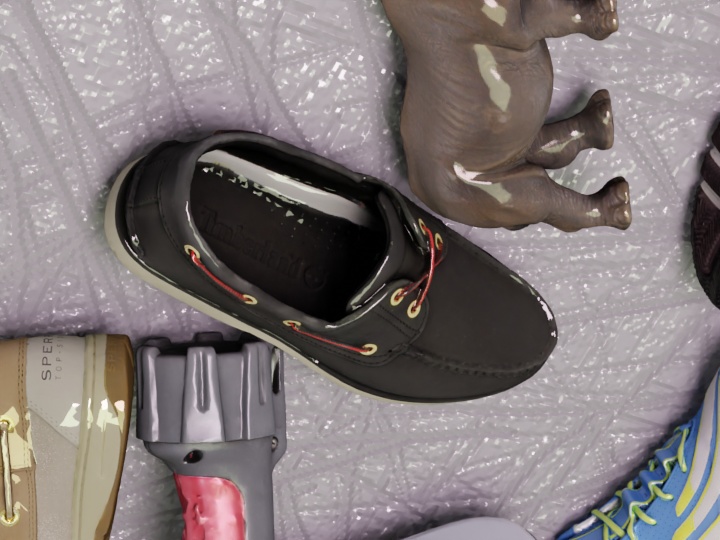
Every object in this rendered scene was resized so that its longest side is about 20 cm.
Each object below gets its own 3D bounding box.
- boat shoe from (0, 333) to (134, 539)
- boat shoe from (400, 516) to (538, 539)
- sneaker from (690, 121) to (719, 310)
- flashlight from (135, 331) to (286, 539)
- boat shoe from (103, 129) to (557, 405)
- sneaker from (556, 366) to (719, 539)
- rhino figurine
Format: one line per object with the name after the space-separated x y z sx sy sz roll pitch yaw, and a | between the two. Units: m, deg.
-0.136 0.109 0.990 0.066 0.074 0.201 8 117 -8 | boat shoe
-0.013 0.157 1.061 0.199 0.070 0.066 -16 149 -2 | boat shoe
0.217 -0.066 0.991 0.115 0.076 0.201 6 118 -25 | sneaker
-0.065 0.128 0.979 0.067 0.068 0.202 -1 96 12 | flashlight
-0.001 0.003 0.954 0.201 0.063 0.074 22 71 -28 | boat shoe
0.137 0.119 1.078 0.104 0.076 0.201 -5 123 -15 | sneaker
0.051 -0.101 0.920 0.087 0.060 0.201 -9 121 -1 | rhino figurine
